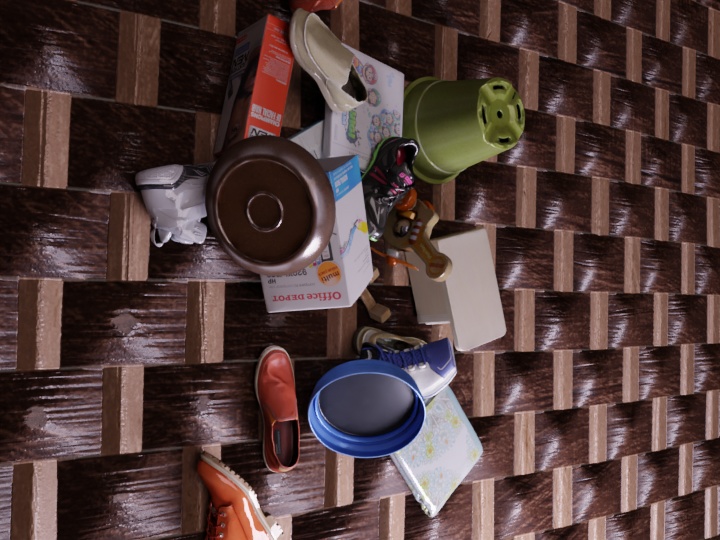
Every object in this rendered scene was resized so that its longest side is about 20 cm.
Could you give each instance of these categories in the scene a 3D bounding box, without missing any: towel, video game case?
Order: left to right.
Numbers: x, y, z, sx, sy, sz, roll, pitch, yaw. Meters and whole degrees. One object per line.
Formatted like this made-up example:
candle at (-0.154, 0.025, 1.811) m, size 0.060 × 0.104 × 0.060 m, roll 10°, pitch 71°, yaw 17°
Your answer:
video game case at (0.009, -0.273, 1.348) m, size 0.179 × 0.023 × 0.206 m, roll 11°, pitch 78°, yaw -45°
towel at (0.136, 0.326, 1.445) m, size 0.171 × 0.048 × 0.203 m, roll -41°, pitch 112°, yaw -26°

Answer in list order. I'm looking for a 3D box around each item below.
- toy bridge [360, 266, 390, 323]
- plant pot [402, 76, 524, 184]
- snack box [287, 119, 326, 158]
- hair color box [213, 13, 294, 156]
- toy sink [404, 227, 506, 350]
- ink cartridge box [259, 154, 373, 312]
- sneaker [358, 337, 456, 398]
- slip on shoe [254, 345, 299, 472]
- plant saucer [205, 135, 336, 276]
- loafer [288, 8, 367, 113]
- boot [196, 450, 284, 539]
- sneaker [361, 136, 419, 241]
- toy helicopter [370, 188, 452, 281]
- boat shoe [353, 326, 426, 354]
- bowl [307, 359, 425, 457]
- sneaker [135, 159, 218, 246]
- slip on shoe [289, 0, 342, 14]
toy bridge at (0.000, 0.000, 1.329) m, size 0.027 × 0.066 × 0.203 m, roll -41°, pitch 132°, yaw -27°
plant pot at (0.194, -0.270, 1.408) m, size 0.196 × 0.188 × 0.206 m, roll 1°, pitch 88°, yaw -36°
snack box at (-0.067, -0.136, 1.306) m, size 0.115 × 0.037 × 0.204 m, roll -35°, pitch 109°, yaw -32°
hair color box at (-0.162, -0.276, 1.194) m, size 0.063 × 0.110 × 0.206 m, roll 14°, pitch 81°, yaw -34°
toy sink at (0.174, 0.037, 1.436) m, size 0.128 × 0.111 × 0.206 m, roll -15°, pitch 93°, yaw -35°
ink cartridge box at (-0.074, -0.058, 1.185) m, size 0.145 × 0.143 × 0.206 m, roll -49°, pitch 133°, yaw -66°
sneaker at (0.059, 0.166, 1.301) m, size 0.116 × 0.196 × 0.082 m, roll 49°, pitch 21°, yaw -38°
slip on shoe at (-0.128, 0.224, 1.243) m, size 0.072 × 0.061 × 0.206 m, roll -3°, pitch 89°, yaw -34°
plant saucer at (-0.132, -0.086, 1.091) m, size 0.032 × 0.195 × 0.205 m, roll -55°, pitch 127°, yaw -70°
loafer at (-0.045, -0.328, 1.204) m, size 0.200 × 0.067 × 0.077 m, roll 49°, pitch 50°, yaw -51°
boot at (-0.205, 0.373, 1.178) m, size 0.107 × 0.074 × 0.203 m, roll -40°, pitch 113°, yaw -24°
sneaker at (0.046, -0.146, 1.300) m, size 0.076 × 0.082 × 0.204 m, roll 35°, pitch 63°, yaw -37°
toy helicopter at (0.093, -0.045, 1.339) m, size 0.132 × 0.201 × 0.078 m, roll -46°, pitch 134°, yaw 11°
boat shoe at (0.081, 0.152, 1.387) m, size 0.196 × 0.075 × 0.074 m, roll 17°, pitch 79°, yaw -35°
bowl at (0.011, 0.229, 1.281) m, size 0.200 × 0.199 × 0.040 m, roll 43°, pitch 26°, yaw -27°
sneaker at (-0.235, -0.103, 1.163) m, size 0.196 × 0.074 × 0.118 m, roll -12°, pitch 98°, yaw -31°
slip on shoe at (-0.050, -0.478, 1.306) m, size 0.199 × 0.073 × 0.062 m, roll -38°, pitch 147°, yaw -37°
